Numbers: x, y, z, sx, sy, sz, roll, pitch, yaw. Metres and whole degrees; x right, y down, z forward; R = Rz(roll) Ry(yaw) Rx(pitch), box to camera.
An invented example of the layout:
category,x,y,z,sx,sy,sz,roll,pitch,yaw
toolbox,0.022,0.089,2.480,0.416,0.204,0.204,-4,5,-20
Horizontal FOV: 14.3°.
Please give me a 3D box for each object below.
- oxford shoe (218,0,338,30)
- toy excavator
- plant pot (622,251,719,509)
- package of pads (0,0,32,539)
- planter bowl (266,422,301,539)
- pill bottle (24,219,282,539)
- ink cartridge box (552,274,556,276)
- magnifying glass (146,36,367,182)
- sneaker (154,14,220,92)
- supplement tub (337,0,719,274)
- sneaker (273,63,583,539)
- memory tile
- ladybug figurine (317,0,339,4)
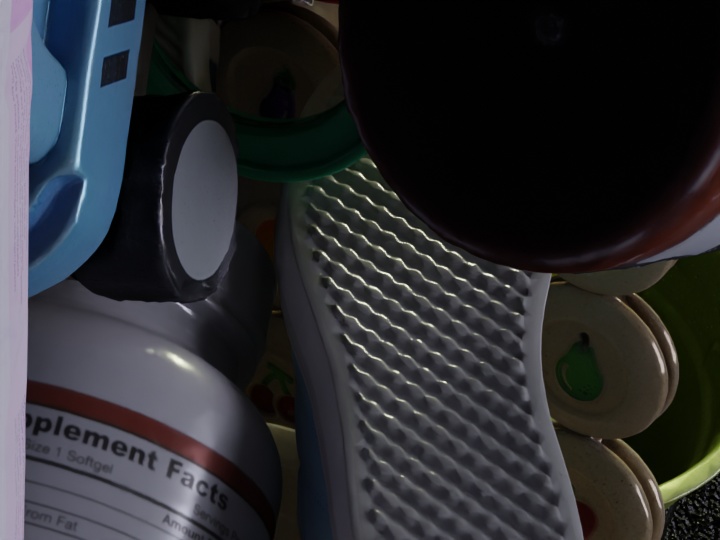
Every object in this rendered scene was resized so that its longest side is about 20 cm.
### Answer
category,x,y,z,sx,sy,sz,roll,pitch,yaw
oxford shoe,-0.034,-0.077,0.941,0.200,0.072,0.085,-82,163,-47
toy excavator,-0.094,-0.093,0.576,0.200,0.100,0.195,21,76,-70
plant pot,0.061,0.076,1.269,0.190,0.200,0.200,105,2,-51
package of pads,-0.113,0.010,0.450,0.076,0.120,0.201,-52,148,-68
planter bowl,-0.031,0.126,0.788,0.135,0.200,0.201,68,29,-44
pill bottle,-0.081,0.080,0.674,0.112,0.112,0.200,77,22,-60
ink cartridge box,0.036,-0.037,1.050,0.076,0.148,0.200,118,-7,-46
magnifying glass,-0.052,-0.110,0.665,0.200,0.079,0.022,59,33,-18
sneaker,-0.068,-0.046,0.771,0.085,0.075,0.200,-88,-175,-57
supplement tub,0.087,-0.058,0.684,0.200,0.107,0.107,-8,106,-58
sneaker,0.010,0.034,0.710,0.082,0.074,0.200,108,-13,-48
memory tile,0.000,0.000,0.823,0.017,0.200,0.154,-41,143,-44
ladybug figurine,-0.022,-0.133,0.798,0.200,0.072,0.136,-144,-147,-72
